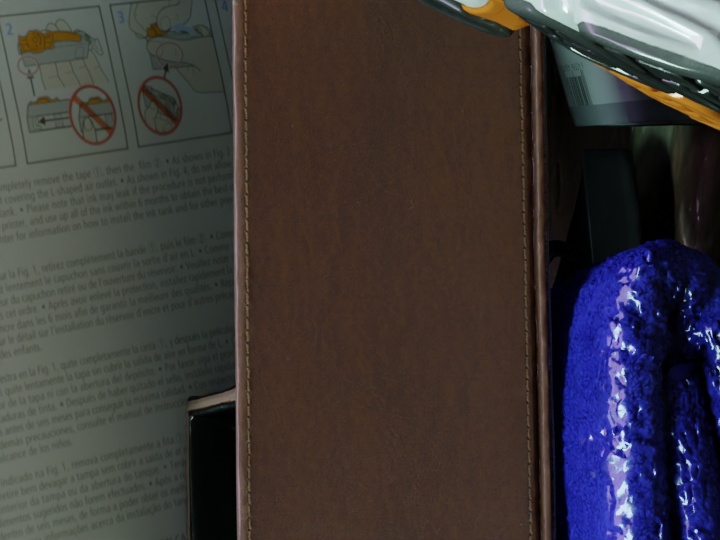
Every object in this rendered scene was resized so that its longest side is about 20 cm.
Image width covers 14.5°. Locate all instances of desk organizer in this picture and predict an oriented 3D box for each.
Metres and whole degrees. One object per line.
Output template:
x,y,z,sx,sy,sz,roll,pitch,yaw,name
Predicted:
0.000,0.000,0.691,0.072,0.076,0.202,159,110,-74,desk organizer

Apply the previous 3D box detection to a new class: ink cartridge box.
-0.068,0.000,0.730,0.050,0.162,0.201,-15,88,44,ink cartridge box

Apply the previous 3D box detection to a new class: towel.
0.052,0.078,0.723,0.200,0.049,0.149,145,117,-73,towel

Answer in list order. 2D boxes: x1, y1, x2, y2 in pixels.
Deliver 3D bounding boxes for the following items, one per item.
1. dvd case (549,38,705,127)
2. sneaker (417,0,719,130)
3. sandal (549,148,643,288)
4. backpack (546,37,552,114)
0.058,-0.138,0.767,0.150,0.025,0.201,-162,55,-81,dvd case
0.062,-0.086,0.581,0.199,0.076,0.092,28,93,40,sneaker
0.052,0.047,0.864,0.201,0.043,0.076,103,168,-45,sandal
-0.017,-0.100,0.980,0.151,0.176,0.201,60,-156,-65,backpack
